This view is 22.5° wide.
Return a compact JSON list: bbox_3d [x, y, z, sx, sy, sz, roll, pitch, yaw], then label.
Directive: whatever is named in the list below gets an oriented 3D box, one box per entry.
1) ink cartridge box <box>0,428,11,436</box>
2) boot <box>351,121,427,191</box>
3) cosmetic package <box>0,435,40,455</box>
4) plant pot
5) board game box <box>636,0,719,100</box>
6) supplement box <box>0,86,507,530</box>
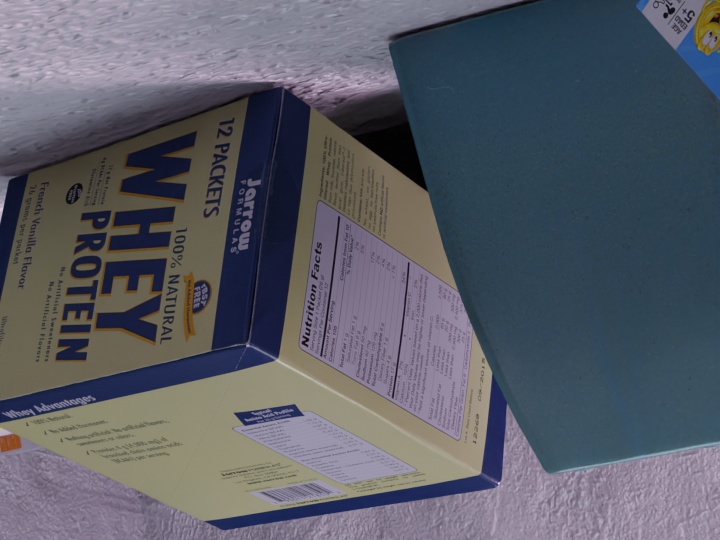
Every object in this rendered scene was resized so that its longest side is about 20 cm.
[{"bbox_3d":[-0.279,0.050,1.154,0.199,0.126,0.128,-8,175,-38],"label":"ink cartridge box"},{"bbox_3d":[0.088,-0.067,1.017,0.199,0.078,0.138,1,-170,42],"label":"boot"},{"bbox_3d":[-0.614,0.293,3.507,0.199,0.102,0.071,-14,174,28],"label":"cosmetic package"},{"bbox_3d":[0.114,-0.015,0.824,0.141,0.201,0.141,-12,175,17],"label":"plant pot"},{"bbox_3d":[0.231,-0.053,0.681,0.199,0.196,0.056,-6,141,-46],"label":"board game box"},{"bbox_3d":[-0.057,0.031,0.935,0.199,0.135,0.200,-15,147,36],"label":"supplement box"}]
